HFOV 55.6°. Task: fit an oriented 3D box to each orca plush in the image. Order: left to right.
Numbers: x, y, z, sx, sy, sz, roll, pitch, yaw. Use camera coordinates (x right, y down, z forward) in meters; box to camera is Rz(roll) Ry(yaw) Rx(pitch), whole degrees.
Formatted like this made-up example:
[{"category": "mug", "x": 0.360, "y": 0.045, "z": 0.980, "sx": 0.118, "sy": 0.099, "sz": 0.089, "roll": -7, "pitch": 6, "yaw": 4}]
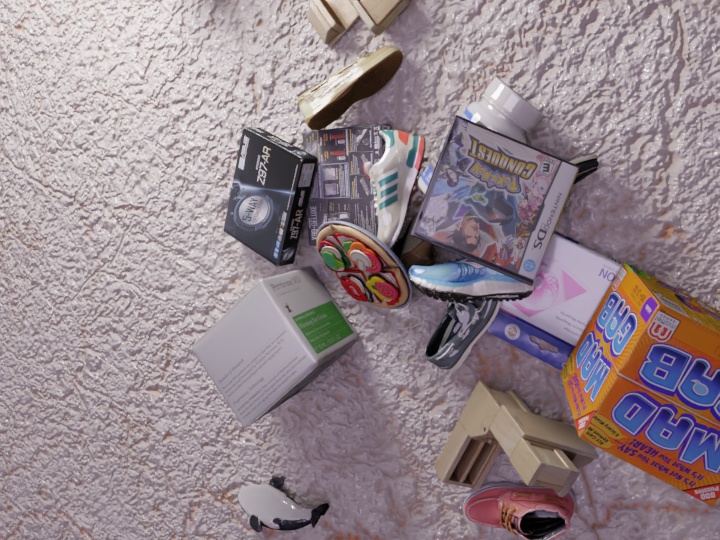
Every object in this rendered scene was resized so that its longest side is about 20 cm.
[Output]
[{"category": "orca plush", "x": -0.150, "y": 0.472, "z": 1.351, "sx": 0.194, "sy": 0.072, "sz": 0.108, "roll": -9, "pitch": 51, "yaw": 20}]

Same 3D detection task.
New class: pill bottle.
[{"category": "pill bottle", "x": 0.187, "y": -0.186, "z": 1.063, "sx": 0.113, "sy": 0.113, "sz": 0.202, "roll": 40, "pitch": 111, "yaw": 13}]

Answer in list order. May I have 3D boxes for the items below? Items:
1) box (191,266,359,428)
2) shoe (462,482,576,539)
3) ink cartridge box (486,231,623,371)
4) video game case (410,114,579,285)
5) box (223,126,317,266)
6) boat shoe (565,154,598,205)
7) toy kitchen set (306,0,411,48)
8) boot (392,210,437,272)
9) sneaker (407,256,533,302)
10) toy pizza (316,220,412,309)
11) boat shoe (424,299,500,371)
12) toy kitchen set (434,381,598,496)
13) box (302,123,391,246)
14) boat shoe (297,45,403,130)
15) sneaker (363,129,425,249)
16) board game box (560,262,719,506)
[{"category": "box", "x": -0.145, "y": 0.128, "z": 1.208, "sx": 0.199, "sy": 0.198, "sz": 0.173, "roll": -42, "pitch": 81, "yaw": 21}, {"category": "shoe", "x": 0.256, "y": 0.403, "z": 1.135, "sx": 0.195, "sy": 0.091, "sz": 0.074, "roll": -13, "pitch": 93, "yaw": 24}, {"category": "ink cartridge box", "x": 0.320, "y": 0.056, "z": 1.083, "sx": 0.193, "sy": 0.043, "sz": 0.205, "roll": 26, "pitch": 106, "yaw": 17}, {"category": "video game case", "x": 0.194, "y": -0.101, "z": 0.996, "sx": 0.195, "sy": 0.026, "sz": 0.185, "roll": 22, "pitch": 98, "yaw": 1}, {"category": "box", "x": -0.166, "y": -0.135, "z": 1.232, "sx": 0.158, "sy": 0.043, "sz": 0.205, "roll": 31, "pitch": 116, "yaw": 31}, {"category": "boat shoe", "x": 0.280, "y": -0.106, "z": 1.044, "sx": 0.195, "sy": 0.074, "sz": 0.068, "roll": -27, "pitch": 78, "yaw": 10}, {"category": "toy kitchen set", "x": -0.058, "y": -0.466, "z": 1.090, "sx": 0.162, "sy": 0.179, "sz": 0.202, "roll": -40, "pitch": 78, "yaw": 24}, {"category": "boot", "x": 0.102, "y": -0.037, "z": 1.111, "sx": 0.074, "sy": 0.075, "sz": 0.200, "roll": 25, "pitch": 149, "yaw": -9}, {"category": "sneaker", "x": 0.171, "y": -0.001, "z": 1.072, "sx": 0.193, "sy": 0.078, "sz": 0.093, "roll": 0, "pitch": 76, "yaw": 11}, {"category": "toy pizza", "x": 0.000, "y": 0.000, "z": 1.151, "sx": 0.197, "sy": 0.032, "sz": 0.202, "roll": 30, "pitch": 152, "yaw": 18}, {"category": "boat shoe", "x": 0.170, "y": 0.076, "z": 1.125, "sx": 0.060, "sy": 0.073, "sz": 0.204, "roll": 16, "pitch": 113, "yaw": -27}, {"category": "toy kitchen set", "x": 0.256, "y": 0.321, "z": 1.090, "sx": 0.160, "sy": 0.201, "sz": 0.184, "roll": 18, "pitch": 108, "yaw": -25}, {"category": "box", "x": -0.020, "y": -0.145, "z": 1.194, "sx": 0.153, "sy": 0.050, "sz": 0.207, "roll": -1, "pitch": 98, "yaw": 24}, {"category": "boat shoe", "x": -0.020, "y": -0.319, "z": 1.146, "sx": 0.197, "sy": 0.073, "sz": 0.064, "roll": -33, "pitch": 70, "yaw": 6}, {"category": "sneaker", "x": 0.040, "y": -0.132, "z": 1.118, "sx": 0.091, "sy": 0.070, "sz": 0.206, "roll": 17, "pitch": 93, "yaw": -2}, {"category": "board game box", "x": 0.421, "y": 0.145, "z": 0.942, "sx": 0.196, "sy": 0.200, "sz": 0.204, "roll": 26, "pitch": 108, "yaw": 2}]
